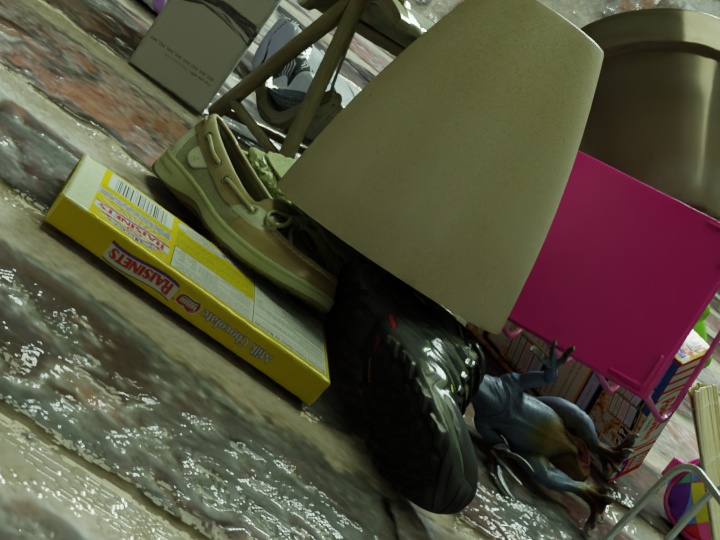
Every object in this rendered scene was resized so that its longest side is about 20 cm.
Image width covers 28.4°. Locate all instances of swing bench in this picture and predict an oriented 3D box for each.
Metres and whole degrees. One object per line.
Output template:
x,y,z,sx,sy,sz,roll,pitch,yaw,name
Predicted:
0.009,-0.155,1.302,0.199,0.200,0.130,23,22,-48,swing bench

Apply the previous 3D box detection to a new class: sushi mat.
0.280,0.187,1.108,0.096,0.012,0.201,-2,84,-66,sushi mat

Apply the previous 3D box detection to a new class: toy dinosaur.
0.110,0.123,1.067,0.181,0.105,0.200,30,-19,-1,toy dinosaur

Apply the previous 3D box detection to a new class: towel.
-0.009,-0.016,1.090,0.200,0.037,0.148,49,19,21,towel

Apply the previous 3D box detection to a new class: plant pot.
0.259,-0.103,1.263,0.200,0.200,0.174,30,52,-34,plant pot
0.074,-0.091,0.983,0.187,0.200,0.187,33,5,-3,plant pot

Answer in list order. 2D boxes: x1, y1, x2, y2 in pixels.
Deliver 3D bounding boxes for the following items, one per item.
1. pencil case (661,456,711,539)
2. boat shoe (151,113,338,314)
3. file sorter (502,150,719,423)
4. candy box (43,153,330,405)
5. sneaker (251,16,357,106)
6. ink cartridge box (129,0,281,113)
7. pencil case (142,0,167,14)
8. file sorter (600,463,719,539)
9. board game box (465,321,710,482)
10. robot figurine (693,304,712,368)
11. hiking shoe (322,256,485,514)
0.345,0.211,1.299,0.088,0.088,0.200,49,15,31,pencil case
-0.073,-0.043,0.993,0.073,0.063,0.201,39,2,-46,boat shoe
0.179,0.008,1.102,0.200,0.139,0.125,31,-9,27,file sorter
-0.104,0.004,0.901,0.200,0.026,0.102,37,15,-13,candy box
-0.044,-0.189,1.528,0.115,0.075,0.200,30,23,-36,sneaker
-0.116,-0.258,1.299,0.084,0.200,0.146,35,15,-10,ink cartridge box
-0.214,-0.323,1.474,0.200,0.086,0.084,39,16,1,pencil case
0.260,0.234,0.939,0.200,0.125,0.139,30,17,-31,file sorter
0.190,0.058,1.226,0.046,0.152,0.200,-17,53,-37,board game box
0.239,0.063,1.320,0.115,0.176,0.200,-1,-3,-22,robot figurine
0.050,0.070,0.923,0.100,0.076,0.200,8,42,-31,hiking shoe
